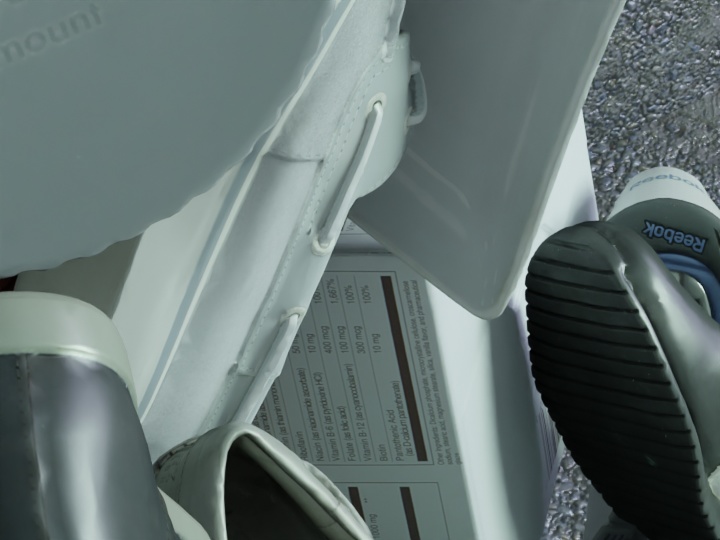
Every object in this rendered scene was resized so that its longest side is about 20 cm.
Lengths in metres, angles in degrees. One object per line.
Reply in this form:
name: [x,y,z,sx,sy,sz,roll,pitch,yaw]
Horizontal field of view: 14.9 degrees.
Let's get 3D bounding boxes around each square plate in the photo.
square plate: [-0.002,-0.120,0.694,0.200,0.028,0.199,39,-52,23]

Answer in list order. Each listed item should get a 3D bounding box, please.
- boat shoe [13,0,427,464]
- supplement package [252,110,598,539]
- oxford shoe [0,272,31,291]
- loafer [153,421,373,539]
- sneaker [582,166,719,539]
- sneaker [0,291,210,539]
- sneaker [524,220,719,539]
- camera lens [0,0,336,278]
boat shoe: [-0.021,-0.037,0.675,0.072,0.068,0.201,38,-70,51]
supplement package: [0.000,0.000,0.854,0.200,0.110,0.156,-69,153,-51]
oxford shoe: [-0.116,0.021,0.732,0.075,0.070,0.200,19,-37,44]
loafer: [0.006,0.127,0.658,0.200,0.070,0.070,55,-32,9]
sneaker: [0.109,0.058,0.926,0.087,0.074,0.201,-71,162,-65]
sneaker: [-0.063,0.095,0.552,0.200,0.075,0.107,79,0,-63]
sneaker: [0.120,0.050,0.838,0.074,0.088,0.200,19,-34,55]
camera lens: [-0.102,-0.114,0.616,0.200,0.160,0.160,-119,-173,-47]
